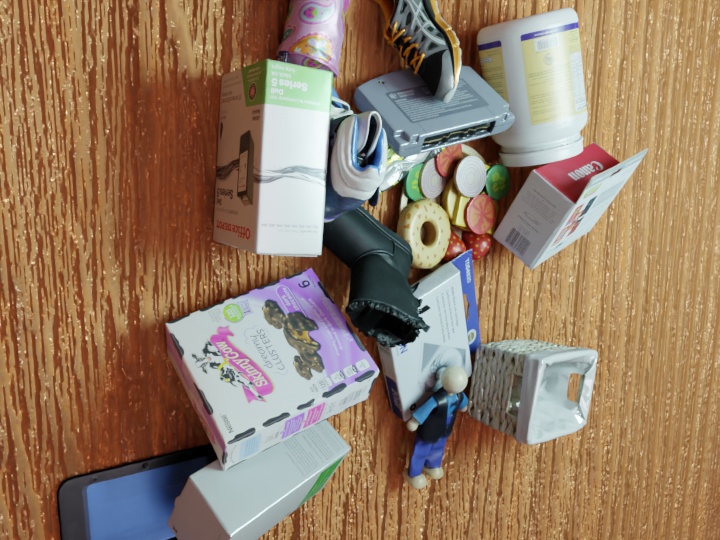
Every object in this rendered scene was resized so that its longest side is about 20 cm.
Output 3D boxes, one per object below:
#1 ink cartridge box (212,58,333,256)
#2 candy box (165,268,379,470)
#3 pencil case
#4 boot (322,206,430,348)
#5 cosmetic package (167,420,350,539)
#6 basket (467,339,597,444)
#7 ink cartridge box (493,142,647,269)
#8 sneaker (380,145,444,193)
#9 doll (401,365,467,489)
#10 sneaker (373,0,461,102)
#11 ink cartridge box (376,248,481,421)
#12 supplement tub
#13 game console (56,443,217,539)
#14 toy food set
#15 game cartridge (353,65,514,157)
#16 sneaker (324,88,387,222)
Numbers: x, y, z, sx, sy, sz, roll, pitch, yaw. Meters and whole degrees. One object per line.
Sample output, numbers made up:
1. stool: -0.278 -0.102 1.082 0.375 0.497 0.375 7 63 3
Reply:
1. ink cartridge box: -0.104 -0.124 0.718 0.083 0.145 0.203 1 98 -31
2. candy box: -0.107 0.109 0.742 0.198 0.168 0.072 -21 150 -28
3. pencil case: -0.048 -0.337 0.757 0.087 0.087 0.203 12 93 -33
4. boot: -0.001 0.000 0.787 0.197 0.164 0.073 29 127 -24
5. cosmetic package: -0.119 0.257 0.754 0.199 0.085 0.108 -24 152 -47
6. basket: 0.276 0.184 1.006 0.199 0.123 0.137 3 97 -46
7. ink cartridge box: 0.322 -0.119 0.953 0.199 0.084 0.177 -26 151 -41
8. sneaker: 0.059 -0.180 0.857 0.200 0.075 0.077 -41 111 -25
9. doll: 0.119 0.229 0.945 0.135 0.048 0.202 -12 123 -41
10. sneaker: 0.071 -0.307 0.821 0.076 0.078 0.202 -16 74 -17
11. ink cartridge box: 0.116 0.097 0.934 0.199 0.040 0.201 -31 127 -25
12. supplement tub: 0.256 -0.268 0.924 0.144 0.145 0.202 -22 110 -28
13. game console: -0.237 0.327 0.733 0.198 0.176 0.117 -6 130 -31
14. toy food set: 0.138 -0.095 0.935 0.198 0.048 0.201 9 93 -33
15. game cartridge: 0.096 -0.223 0.844 0.198 0.134 0.041 -18 151 -27
16. sneaker: -0.016 -0.167 0.732 0.080 0.146 0.203 8 68 -32
